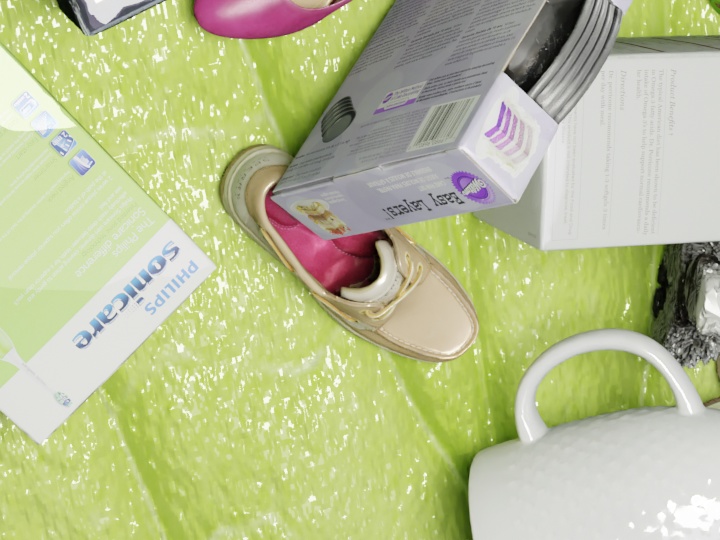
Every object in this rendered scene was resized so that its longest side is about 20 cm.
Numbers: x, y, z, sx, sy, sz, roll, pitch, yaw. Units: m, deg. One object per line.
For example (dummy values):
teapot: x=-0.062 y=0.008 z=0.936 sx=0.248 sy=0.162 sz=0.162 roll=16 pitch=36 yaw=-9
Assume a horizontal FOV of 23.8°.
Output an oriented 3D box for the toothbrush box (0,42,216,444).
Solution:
toothbrush box: x=-0.205 y=-0.027 z=0.971 sx=0.146 sy=0.086 sz=0.200 roll=-45 pitch=112 yaw=-3

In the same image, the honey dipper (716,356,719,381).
honey dipper: x=0.345 y=0.054 z=1.202 sx=0.198 sy=0.038 sz=0.038 roll=-9 pitch=106 yaw=-18

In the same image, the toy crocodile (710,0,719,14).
toy crocodile: x=0.235 y=-0.211 z=1.083 sx=0.200 sy=0.062 sz=0.068 roll=38 pitch=90 yaw=-22

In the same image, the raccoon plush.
raccoon plush: x=0.262 y=0.035 z=1.087 sx=0.133 sy=0.200 sz=0.098 roll=10 pitch=106 yaw=0

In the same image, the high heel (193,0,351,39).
high heel: x=-0.002 y=-0.191 z=0.987 sx=0.199 sy=0.096 sz=0.068 roll=-30 pitch=98 yaw=-12

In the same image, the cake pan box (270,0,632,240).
cake pan box: x=0.057 y=-0.110 z=0.949 sx=0.052 sy=0.199 sz=0.185 roll=40 pitch=64 yaw=-23

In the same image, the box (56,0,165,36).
box: x=-0.110 y=-0.262 z=0.922 sx=0.199 sy=0.123 sz=0.200 roll=-27 pitch=109 yaw=-8

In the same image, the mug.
mug: x=0.167 y=0.135 z=1.076 sx=0.174 sy=0.148 sz=0.202 roll=-19 pitch=92 yaw=19

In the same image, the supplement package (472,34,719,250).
supplement package: x=0.182 y=-0.084 z=1.068 sx=0.198 sy=0.117 sz=0.118 roll=-3 pitch=103 yaw=-17

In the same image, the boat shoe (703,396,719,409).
boat shoe: x=0.307 y=0.157 z=1.182 sx=0.199 sy=0.077 sz=0.072 roll=29 pitch=133 yaw=-22

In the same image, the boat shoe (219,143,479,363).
boat shoe: x=0.000 y=0.000 z=1.054 sx=0.199 sy=0.069 sz=0.074 roll=35 pitch=91 yaw=-23
